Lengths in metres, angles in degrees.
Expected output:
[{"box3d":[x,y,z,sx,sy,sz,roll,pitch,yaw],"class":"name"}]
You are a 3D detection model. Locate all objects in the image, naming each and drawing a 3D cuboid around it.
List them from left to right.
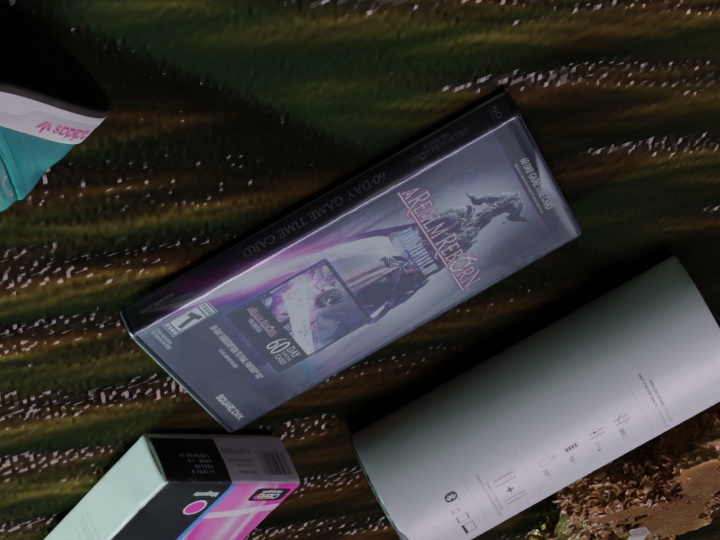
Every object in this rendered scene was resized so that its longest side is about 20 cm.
[{"box3d":[-0.187,-0.047,0.923,0.121,0.084,0.200,-47,150,16],"class":"sneaker"},{"box3d":[-0.126,0.153,1.381,0.095,0.037,0.200,4,141,-46],"class":"ink cartridge box"},{"box3d":[0.000,0.000,1.245,0.200,0.019,0.143,-29,153,4],"class":"video game case"},{"box3d":[0.100,0.073,1.397,0.200,0.081,0.081,-30,153,3],"class":"speaker"},{"box3d":[0.172,0.121,1.584,0.145,0.067,0.200,-10,156,-13],"class":"teddy bear"}]
